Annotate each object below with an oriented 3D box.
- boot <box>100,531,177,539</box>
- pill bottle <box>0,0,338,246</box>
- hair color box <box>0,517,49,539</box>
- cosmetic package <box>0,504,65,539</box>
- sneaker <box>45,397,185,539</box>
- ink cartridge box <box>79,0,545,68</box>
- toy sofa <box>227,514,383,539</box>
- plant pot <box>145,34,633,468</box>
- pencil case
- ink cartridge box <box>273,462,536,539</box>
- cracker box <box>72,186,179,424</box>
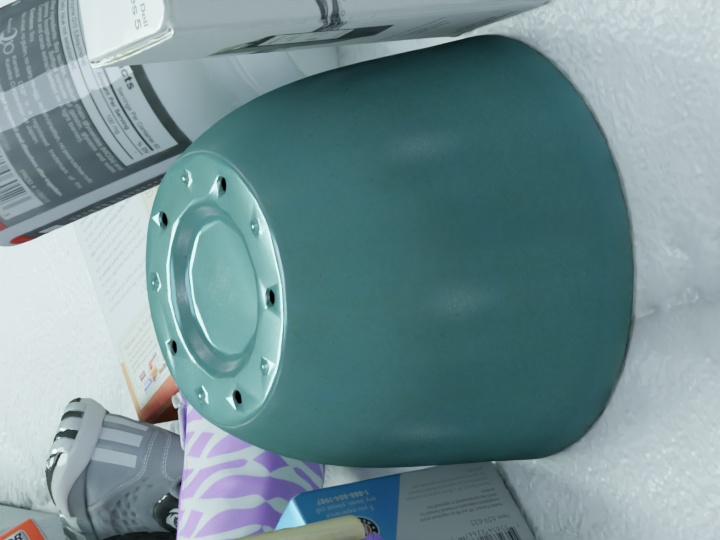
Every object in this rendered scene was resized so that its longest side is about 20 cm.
[{"bbox_3d":[-0.065,0.223,1.414,0.200,0.068,0.131,19,113,25],"label":"boot"},{"bbox_3d":[-0.119,-0.098,1.364,0.200,0.116,0.116,-22,76,19],"label":"pill bottle"},{"bbox_3d":[-0.142,0.238,1.450,0.200,0.061,0.102,49,166,38],"label":"hair color box"},{"bbox_3d":[-0.292,0.243,1.731,0.200,0.165,0.165,1,99,57],"label":"cosmetic package"},{"bbox_3d":[-0.103,0.143,1.506,0.200,0.115,0.075,79,-156,-63],"label":"sneaker"},{"bbox_3d":[-0.029,-0.174,1.198,0.084,0.200,0.146,-13,85,57],"label":"ink cartridge box"},{"bbox_3d":[-0.026,0.212,1.175,0.098,0.083,0.200,-6,92,59],"label":"toy sofa"},{"bbox_3d":[0.000,0.000,1.229,0.200,0.161,0.201,19,114,54],"label":"plant pot"},{"bbox_3d":[-0.061,0.123,1.353,0.084,0.085,0.200,103,173,-45],"label":"pencil case"},{"bbox_3d":[0.046,0.191,1.241,0.200,0.116,0.067,61,142,29],"label":"ink cartridge box"},{"bbox_3d":[-0.101,-0.034,1.474,0.134,0.058,0.200,-43,62,51],"label":"cracker box"}]
